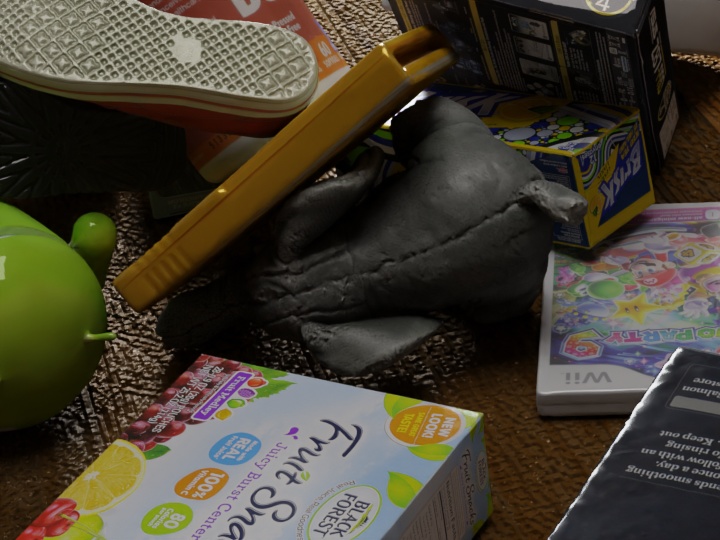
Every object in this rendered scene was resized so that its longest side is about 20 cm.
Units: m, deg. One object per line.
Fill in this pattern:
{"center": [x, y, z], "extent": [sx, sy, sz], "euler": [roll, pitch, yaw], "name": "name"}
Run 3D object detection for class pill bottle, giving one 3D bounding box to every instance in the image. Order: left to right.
{"center": [-0.102, -0.161, 1.354], "extent": [0.112, 0.200, 0.112], "euler": [-35, 2, 2], "name": "pill bottle"}

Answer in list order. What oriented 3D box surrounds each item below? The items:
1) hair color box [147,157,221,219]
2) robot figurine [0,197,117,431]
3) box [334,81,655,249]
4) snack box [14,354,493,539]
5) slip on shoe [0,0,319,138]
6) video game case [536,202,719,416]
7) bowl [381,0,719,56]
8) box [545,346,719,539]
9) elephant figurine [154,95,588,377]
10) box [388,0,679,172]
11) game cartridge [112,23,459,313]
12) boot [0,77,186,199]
{"center": [-0.105, -0.113, 1.507], "extent": [0.099, 0.061, 0.200], "euler": [-11, 31, -7], "name": "hair color box"}
{"center": [-0.219, 0.016, 1.257], "extent": [0.175, 0.116, 0.200], "euler": [-30, 37, -25], "name": "robot figurine"}
{"center": [0.075, -0.068, 1.367], "extent": [0.200, 0.064, 0.070], "euler": [13, 35, 42], "name": "box"}
{"center": [-0.054, 0.129, 1.080], "extent": [0.169, 0.068, 0.200], "euler": [11, 36, 28], "name": "snack box"}
{"center": [-0.122, -0.112, 1.245], "extent": [0.200, 0.061, 0.074], "euler": [11, 63, 1], "name": "slip on shoe"}
{"center": [0.174, 0.018, 1.271], "extent": [0.143, 0.018, 0.200], "euler": [-2, 31, 8], "name": "video game case"}
{"center": [0.138, -0.191, 1.499], "extent": [0.200, 0.075, 0.200], "euler": [15, 11, 33], "name": "bowl"}
{"center": [0.138, 0.169, 0.846], "extent": [0.117, 0.197, 0.200], "euler": [11, 35, 26], "name": "box"}
{"center": [0.000, 0.000, 1.241], "extent": [0.200, 0.155, 0.142], "euler": [-24, 57, -18], "name": "elephant figurine"}
{"center": [0.106, -0.135, 1.359], "extent": [0.161, 0.200, 0.049], "euler": [15, 74, 17], "name": "box"}
{"center": [-0.039, -0.061, 1.269], "extent": [0.200, 0.032, 0.176], "euler": [-38, 1, 14], "name": "game cartridge"}
{"center": [-0.213, -0.103, 1.332], "extent": [0.165, 0.066, 0.200], "euler": [9, 18, -33], "name": "boot"}
